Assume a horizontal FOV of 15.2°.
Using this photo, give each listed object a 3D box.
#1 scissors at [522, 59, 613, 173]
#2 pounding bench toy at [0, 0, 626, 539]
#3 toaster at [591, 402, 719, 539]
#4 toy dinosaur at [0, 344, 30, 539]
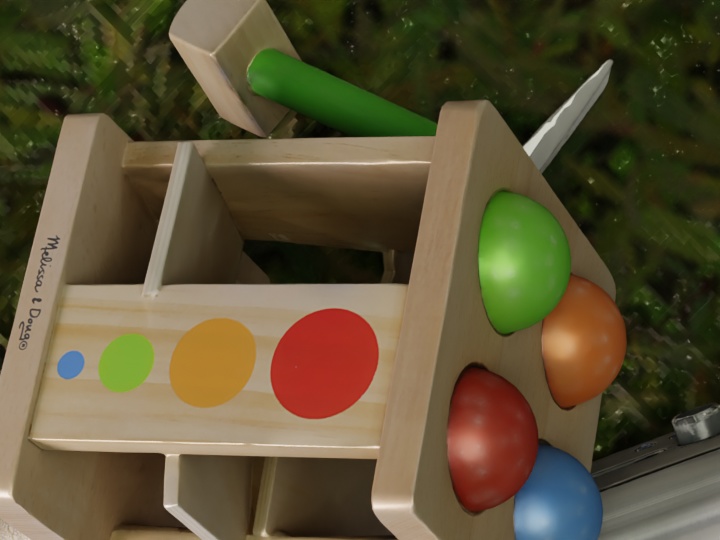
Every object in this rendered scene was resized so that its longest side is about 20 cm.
[{"bbox_3d":[0.014,0.007,0.910,0.073,0.014,0.201,25,96,0],"label":"scissors"},{"bbox_3d":[0.000,0.000,0.820,0.155,0.124,0.201,-1,64,25],"label":"pounding bench toy"},{"bbox_3d":[0.098,0.149,0.876,0.129,0.114,0.201,-14,96,5],"label":"toaster"},{"bbox_3d":[-0.139,0.036,0.869,0.200,0.102,0.077,43,94,-4],"label":"toy dinosaur"}]
